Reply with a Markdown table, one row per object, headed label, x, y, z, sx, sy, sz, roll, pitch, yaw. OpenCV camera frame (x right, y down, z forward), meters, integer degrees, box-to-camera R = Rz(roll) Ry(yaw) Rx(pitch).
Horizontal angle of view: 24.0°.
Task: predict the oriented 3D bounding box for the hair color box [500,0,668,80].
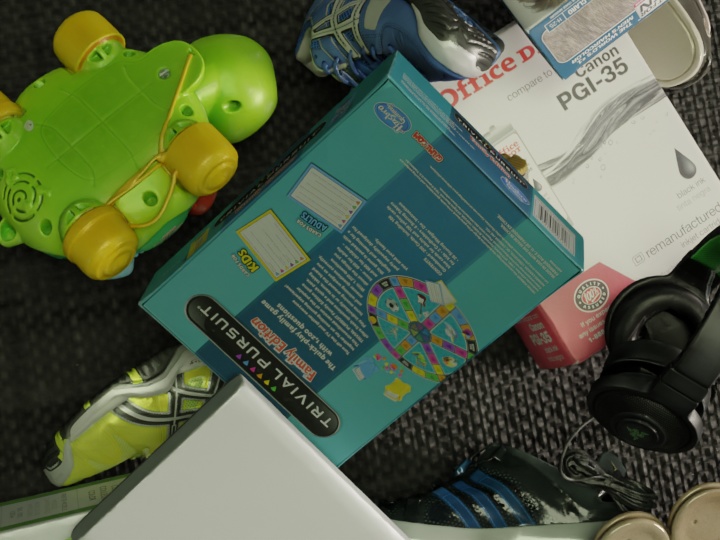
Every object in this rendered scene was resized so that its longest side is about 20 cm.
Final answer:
| label | x | y | z | sx | sy | sz | roll | pitch | yaw |
| --- | --- | --- | --- | --- | --- | --- | --- | --- | --- |
| hair color box | 0.104 | -0.219 | 1.019 | 0.100 | 0.061 | 0.200 | -37 | 53 | 9 |

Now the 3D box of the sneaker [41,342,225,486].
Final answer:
| label | x | y | z | sx | sy | sz | roll | pitch | yaw |
| --- | --- | --- | --- | --- | --- | --- | --- | --- | --- |
| sneaker | -0.097 | 0.079 | 1.020 | 0.200 | 0.075 | 0.076 | -31 | 90 | -9 |

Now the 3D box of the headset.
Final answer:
| label | x | y | z | sx | sy | sz | roll | pitch | yaw |
| --- | --- | --- | --- | --- | --- | --- | --- | --- | --- |
| headset | 0.181 | 0.063 | 0.975 | 0.094 | 0.124 | 0.200 | 32 | 126 | -5 |

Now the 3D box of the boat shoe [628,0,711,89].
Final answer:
| label | x | y | z | sx | sy | sz | roll | pitch | yaw |
| --- | --- | --- | --- | --- | --- | --- | --- | --- | --- |
| boat shoe | 0.169 | -0.208 | 1.104 | 0.067 | 0.057 | 0.200 | -28 | 86 | 25 |

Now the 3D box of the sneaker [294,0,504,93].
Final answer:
| label | x | y | z | sx | sy | sz | roll | pitch | yaw |
| --- | --- | --- | --- | --- | --- | --- | --- | --- | --- |
| sneaker | 0.020 | -0.134 | 1.006 | 0.076 | 0.200 | 0.077 | 35 | 91 | -24 |

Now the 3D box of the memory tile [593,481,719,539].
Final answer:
| label | x | y | z | sx | sy | sz | roll | pitch | yaw |
| --- | --- | --- | --- | --- | --- | --- | --- | --- | --- |
| memory tile | 0.227 | 0.213 | 1.048 | 0.153 | 0.017 | 0.200 | -21 | 116 | -7 |

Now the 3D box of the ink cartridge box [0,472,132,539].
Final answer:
| label | x | y | z | sx | sy | sz | roll | pitch | yaw |
| --- | --- | --- | --- | --- | --- | --- | --- | --- | --- |
| ink cartridge box | -0.145 | 0.180 | 0.999 | 0.200 | 0.059 | 0.104 | -12 | 103 | -10 |

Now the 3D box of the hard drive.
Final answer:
| label | x | y | z | sx | sy | sz | roll | pitch | yaw |
| --- | --- | --- | --- | --- | --- | --- | --- | --- | --- |
| hard drive | -0.048 | 0.172 | 0.972 | 0.132 | 0.026 | 0.200 | -43 | 108 | 2 |

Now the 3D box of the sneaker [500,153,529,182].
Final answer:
| label | x | y | z | sx | sy | sz | roll | pitch | yaw |
| --- | --- | --- | --- | --- | --- | --- | --- | --- | --- |
| sneaker | 0.014 | -0.011 | 1.011 | 0.200 | 0.075 | 0.090 | -6 | 102 | 33 |

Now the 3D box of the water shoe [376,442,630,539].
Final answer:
| label | x | y | z | sx | sy | sz | roll | pitch | yaw |
| --- | --- | --- | --- | --- | --- | --- | --- | --- | --- |
| water shoe | 0.072 | 0.149 | 1.055 | 0.200 | 0.072 | 0.079 | 3 | 62 | -12 |

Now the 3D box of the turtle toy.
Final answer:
| label | x | y | z | sx | sy | sz | roll | pitch | yaw |
| --- | --- | --- | --- | --- | --- | --- | --- | --- | --- |
| turtle toy | -0.134 | -0.076 | 1.012 | 0.200 | 0.101 | 0.146 | -40 | 69 | -12 |

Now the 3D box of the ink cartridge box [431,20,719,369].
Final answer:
| label | x | y | z | sx | sy | sz | roll | pitch | yaw |
| --- | --- | --- | --- | --- | --- | --- | --- | --- | --- |
| ink cartridge box | 0.127 | -0.060 | 1.063 | 0.146 | 0.083 | 0.200 | -33 | 91 | -9 |

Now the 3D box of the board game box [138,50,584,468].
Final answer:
| label | x | y | z | sx | sy | sz | roll | pitch | yaw |
| --- | --- | --- | --- | --- | --- | --- | --- | --- | --- |
| board game box | 0.000 | 0.000 | 0.945 | 0.200 | 0.047 | 0.151 | -40 | 104 | 23 |
